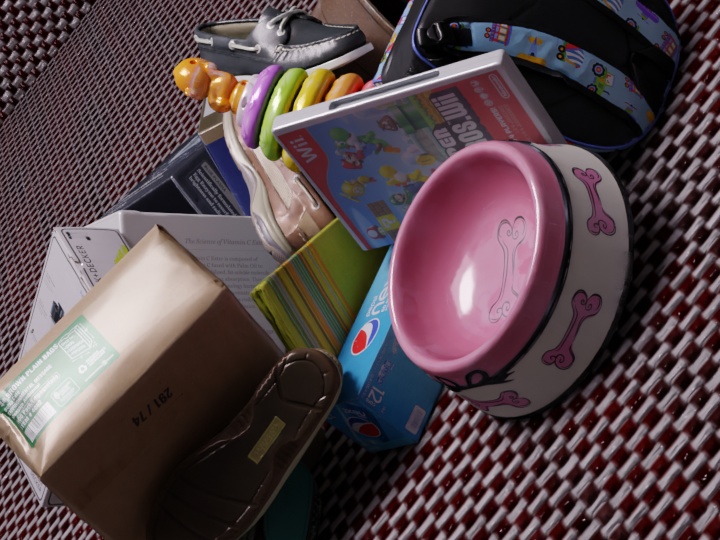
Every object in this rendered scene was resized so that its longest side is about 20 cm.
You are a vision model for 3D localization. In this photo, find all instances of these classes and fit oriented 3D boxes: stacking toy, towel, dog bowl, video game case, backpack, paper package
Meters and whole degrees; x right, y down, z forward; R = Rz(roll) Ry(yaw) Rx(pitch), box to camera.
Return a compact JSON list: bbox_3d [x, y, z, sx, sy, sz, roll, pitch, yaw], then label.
[{"bbox_3d":[-0.057,-0.124,1.713,0.110,0.199,0.116,102,-170,-45],"label":"stacking toy"},{"bbox_3d":[-0.010,0.004,1.714,0.018,0.086,0.200,-21,14,41],"label":"towel"},{"bbox_3d":[0.097,-0.001,1.505,0.200,0.073,0.201,-29,53,46],"label":"dog bowl"},{"bbox_3d":[0.052,-0.086,1.600,0.199,0.143,0.018,-14,43,30],"label":"video game case"},{"bbox_3d":[0.134,-0.168,1.640,0.183,0.199,0.135,-67,9,-27],"label":"backpack"},{"bbox_3d":[-0.158,0.100,1.642,0.200,0.191,0.103,-45,50,-7],"label":"paper package"}]

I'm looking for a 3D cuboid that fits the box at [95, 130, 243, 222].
[{"bbox_3d":[-0.140,-0.070,2.105,0.196,0.118,0.200,-27,14,50],"label":"box"}]

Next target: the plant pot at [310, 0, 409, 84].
[{"bbox_3d":[0.012,-0.161,1.898,0.198,0.200,0.201,-51,19,28],"label":"plant pot"}]

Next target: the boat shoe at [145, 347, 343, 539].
[{"bbox_3d":[-0.080,0.143,1.619,0.200,0.072,0.076,-46,-8,7],"label":"boat shoe"}]

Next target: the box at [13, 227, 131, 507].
[{"bbox_3d":[-0.227,0.079,1.745,0.117,0.060,0.201,51,132,46],"label":"box"}]

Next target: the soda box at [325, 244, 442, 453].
[{"bbox_3d":[0.041,0.038,1.673,0.068,0.064,0.201,-21,37,56],"label":"soda box"}]

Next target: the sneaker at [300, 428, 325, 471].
[{"bbox_3d":[-0.114,0.191,1.751,0.201,0.075,0.070,-54,20,-3],"label":"sneaker"}]

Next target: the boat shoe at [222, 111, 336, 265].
[{"bbox_3d":[-0.060,-0.085,1.806,0.072,0.076,0.201,-32,52,14],"label":"boat shoe"}]

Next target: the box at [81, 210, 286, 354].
[{"bbox_3d":[-0.152,0.057,1.827,0.106,0.151,0.202,-18,74,58],"label":"box"}]

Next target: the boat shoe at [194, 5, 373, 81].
[{"bbox_3d":[-0.071,-0.189,1.799,0.199,0.061,0.075,-5,16,44],"label":"boat shoe"}]

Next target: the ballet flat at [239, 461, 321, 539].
[{"bbox_3d":[-0.066,0.232,1.617,0.074,0.074,0.201,-39,23,34],"label":"ballet flat"}]

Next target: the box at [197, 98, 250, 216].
[{"bbox_3d":[-0.085,-0.061,1.939,0.032,0.201,0.121,-25,20,8],"label":"box"}]
